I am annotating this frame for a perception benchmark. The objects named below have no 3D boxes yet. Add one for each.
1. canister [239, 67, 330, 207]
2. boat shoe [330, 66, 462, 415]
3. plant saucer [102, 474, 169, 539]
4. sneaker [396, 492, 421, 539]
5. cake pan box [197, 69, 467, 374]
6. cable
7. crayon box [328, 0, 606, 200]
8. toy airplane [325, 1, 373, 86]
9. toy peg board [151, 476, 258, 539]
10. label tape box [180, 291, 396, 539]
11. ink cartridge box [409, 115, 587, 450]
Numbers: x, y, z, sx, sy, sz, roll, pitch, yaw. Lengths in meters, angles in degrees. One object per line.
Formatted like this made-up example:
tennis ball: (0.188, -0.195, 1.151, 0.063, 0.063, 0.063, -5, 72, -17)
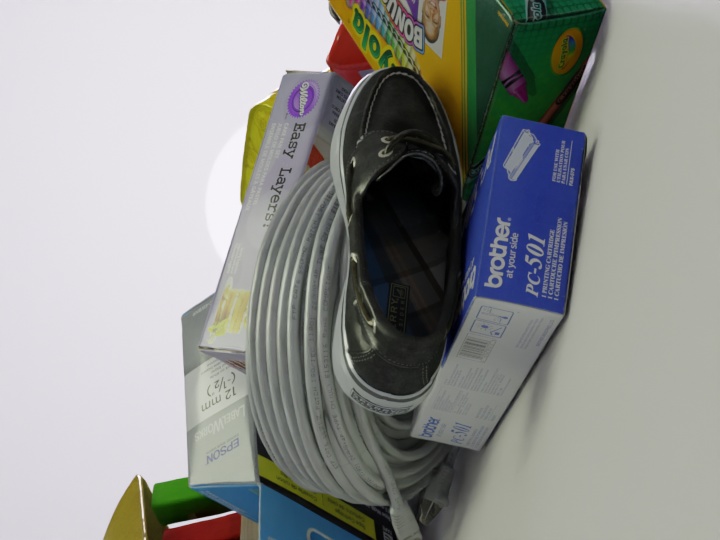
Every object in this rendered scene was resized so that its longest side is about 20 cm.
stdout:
canister: (0.013, -0.105, 1.199, 0.199, 0.087, 0.149, -33, -25, -29)
boat shoe: (0.020, -0.031, 0.770, 0.066, 0.069, 0.202, 117, 165, -52)
plant saucer: (-0.128, 0.269, 1.099, 0.200, 0.048, 0.202, -115, 3, -69)
sneaker: (0.007, 0.159, 1.159, 0.100, 0.074, 0.202, 108, 175, -66)
cake pan box: (0.000, 0.000, 1.019, 0.199, 0.052, 0.186, 34, -111, -45)
cable: (0.008, 0.032, 0.924, 0.201, 0.069, 0.201, 58, -135, -46)
crayon box: (0.046, -0.151, 0.870, 0.201, 0.058, 0.120, 59, 149, 36)
toy airplane: (0.079, -0.209, 1.053, 0.199, 0.141, 0.200, -23, -31, -45)
toy peg board: (-0.077, 0.245, 1.109, 0.200, 0.097, 0.201, -91, -17, -50)
label tape box: (-0.045, 0.124, 1.037, 0.066, 0.143, 0.202, -29, 47, 27)
ink cartridge box: (0.065, 0.013, 0.804, 0.200, 0.044, 0.095, 107, 175, -65)
